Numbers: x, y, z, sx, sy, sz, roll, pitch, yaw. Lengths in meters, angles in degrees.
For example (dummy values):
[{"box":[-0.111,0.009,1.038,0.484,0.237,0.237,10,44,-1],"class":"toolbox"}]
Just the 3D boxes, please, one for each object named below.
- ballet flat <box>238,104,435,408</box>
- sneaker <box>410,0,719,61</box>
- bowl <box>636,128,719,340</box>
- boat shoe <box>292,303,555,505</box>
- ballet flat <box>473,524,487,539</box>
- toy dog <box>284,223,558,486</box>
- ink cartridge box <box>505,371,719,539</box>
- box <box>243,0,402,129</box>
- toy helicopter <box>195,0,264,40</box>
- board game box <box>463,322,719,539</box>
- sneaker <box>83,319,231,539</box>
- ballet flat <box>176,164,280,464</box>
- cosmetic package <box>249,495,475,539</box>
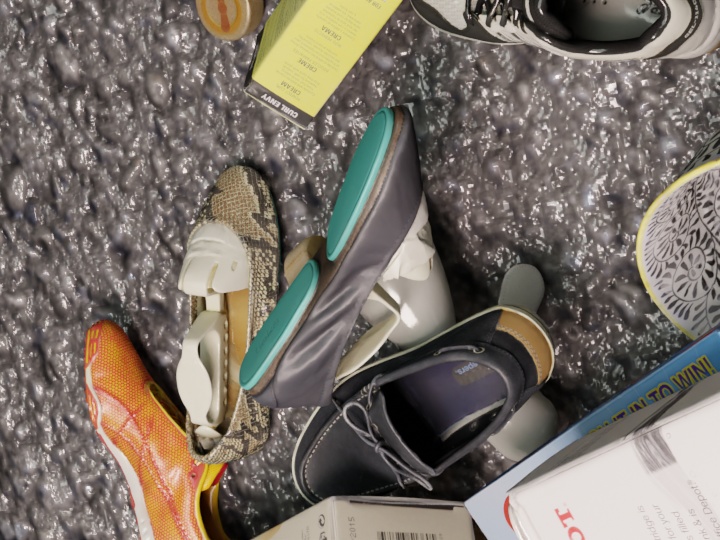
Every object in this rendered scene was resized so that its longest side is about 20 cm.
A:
[{"box":[0.000,0.000,0.890,0.073,0.073,0.201,39,117,20],"class":"ballet flat"},{"box":[0.103,-0.158,0.883,0.198,0.087,0.076,9,106,32],"class":"sneaker"},{"box":[0.246,-0.031,0.793,0.199,0.095,0.201,14,147,9],"class":"bowl"},{"box":[0.026,0.087,0.913,0.199,0.062,0.075,-35,97,34],"class":"boat shoe"},{"box":[0.128,0.205,0.943,0.199,0.072,0.068,18,114,28],"class":"ballet flat"},{"box":[0.045,0.021,0.969,0.131,0.096,0.201,-18,104,30],"class":"toy dog"},{"box":[0.185,0.119,0.717,0.199,0.085,0.147,-32,86,38],"class":"ink cartridge box"},{"box":[0.004,-0.182,0.939,0.050,0.076,0.200,29,123,-15],"class":"box"},{"box":[-0.071,-0.238,0.990,0.132,0.079,0.201,33,128,16],"class":"toy helicopter"},{"box":[0.183,0.150,0.821,0.200,0.056,0.197,-40,80,39],"class":"board game box"},{"box":[-0.135,0.124,1.111,0.077,0.073,0.201,-25,89,11],"class":"sneaker"},{"box":[-0.092,0.034,1.049,0.067,0.075,0.202,10,104,31],"class":"ballet flat"},{"box":[-0.022,0.200,0.978,0.200,0.104,0.072,-35,55,50],"class":"cosmetic package"}]
